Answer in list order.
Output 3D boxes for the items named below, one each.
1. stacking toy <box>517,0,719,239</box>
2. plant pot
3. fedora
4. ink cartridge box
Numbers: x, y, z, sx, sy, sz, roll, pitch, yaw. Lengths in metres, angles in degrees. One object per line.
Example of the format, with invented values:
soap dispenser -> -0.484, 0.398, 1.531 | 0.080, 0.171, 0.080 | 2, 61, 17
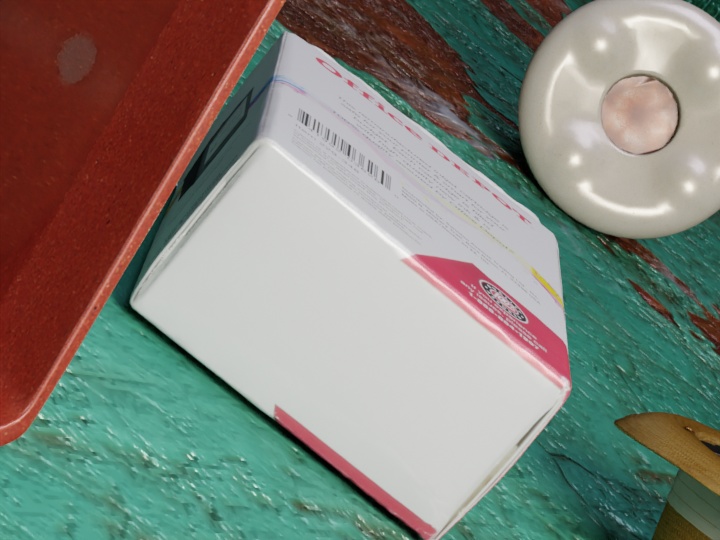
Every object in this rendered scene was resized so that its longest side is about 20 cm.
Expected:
stacking toy -> 0.164, -0.088, 1.841 | 0.146, 0.146, 0.200 | 40, -3, 1
plant pot -> -0.158, -0.101, 0.830 | 0.200, 0.200, 0.176 | 27, 7, -43
fedora -> 0.173, 0.132, 1.174 | 0.200, 0.082, 0.201 | 29, 7, -4
ink cartridge box -> 0.000, 0.000, 1.132 | 0.147, 0.086, 0.200 | 38, 12, -7
